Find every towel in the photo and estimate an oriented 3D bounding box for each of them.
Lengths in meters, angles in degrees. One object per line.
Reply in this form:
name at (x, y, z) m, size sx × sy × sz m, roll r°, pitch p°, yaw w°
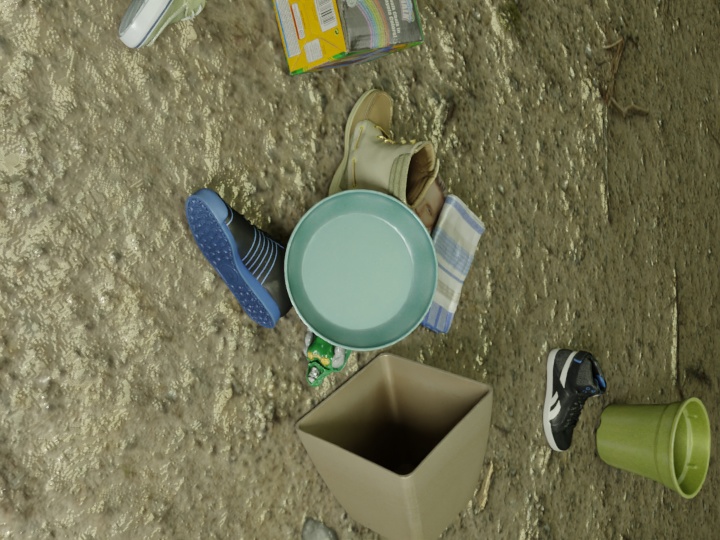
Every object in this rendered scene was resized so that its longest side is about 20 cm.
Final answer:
towel at (0.137, -0.006, 1.123) m, size 0.147 × 0.024 × 0.202 m, roll 32°, pitch 77°, yaw -57°

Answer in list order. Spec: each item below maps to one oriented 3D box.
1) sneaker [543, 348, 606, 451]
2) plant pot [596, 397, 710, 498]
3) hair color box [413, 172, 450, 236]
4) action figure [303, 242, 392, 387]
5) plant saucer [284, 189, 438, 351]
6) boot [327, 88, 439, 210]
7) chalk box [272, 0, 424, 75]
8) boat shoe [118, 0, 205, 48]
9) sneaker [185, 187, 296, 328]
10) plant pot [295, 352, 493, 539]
sneaker at (0.418, 0.255, 1.378) m, size 0.073 × 0.111 × 0.203 m, roll -1°, pitch 90°, yaw -43°
plant pot at (0.615, 0.362, 1.519) m, size 0.199 × 0.183 × 0.203 m, roll 1°, pitch 89°, yaw -43°
hair color box at (0.056, -0.075, 1.066) m, size 0.200 × 0.060 × 0.100 m, roll -52°, pitch 123°, yaw -32°
action figure at (-0.036, 0.058, 0.956) m, size 0.054 × 0.117 × 0.202 m, roll 13°, pitch 90°, yaw -57°
plant saucer at (0.000, 0.000, 0.905) m, size 0.197 × 0.036 × 0.203 m, roll 1°, pitch 85°, yaw -12°
boot at (0.043, -0.170, 0.989) m, size 0.072 × 0.154 × 0.202 m, roll 30°, pitch 69°, yaw -39°
chalk box at (-0.003, -0.352, 0.972) m, size 0.199 × 0.123 × 0.126 m, roll -23°, pitch 104°, yaw -43°
boat shoe at (-0.203, -0.321, 0.811) m, size 0.062 × 0.072 × 0.202 m, roll 41°, pitch 60°, yaw -33°
sneaker at (-0.138, -0.026, 0.876) m, size 0.078 × 0.070 × 0.201 m, roll -51°, pitch 129°, yaw -35°
plant pot at (0.060, 0.259, 0.987) m, size 0.199 × 0.198 × 0.179 m, roll -34°, pitch 124°, yaw -38°
